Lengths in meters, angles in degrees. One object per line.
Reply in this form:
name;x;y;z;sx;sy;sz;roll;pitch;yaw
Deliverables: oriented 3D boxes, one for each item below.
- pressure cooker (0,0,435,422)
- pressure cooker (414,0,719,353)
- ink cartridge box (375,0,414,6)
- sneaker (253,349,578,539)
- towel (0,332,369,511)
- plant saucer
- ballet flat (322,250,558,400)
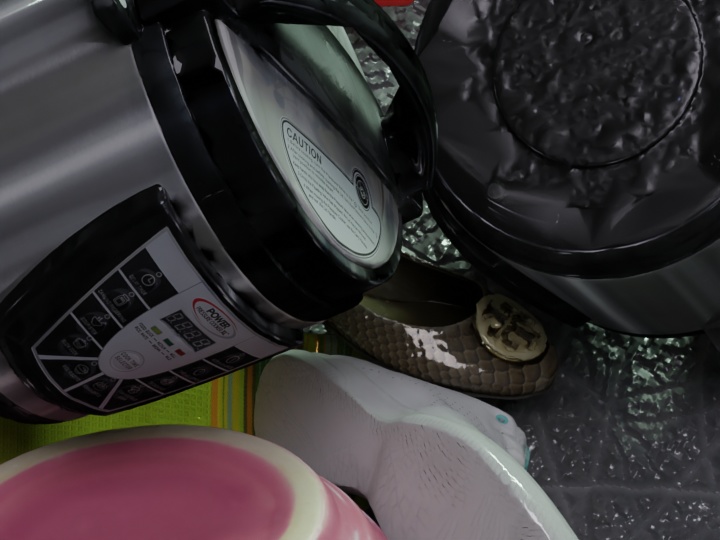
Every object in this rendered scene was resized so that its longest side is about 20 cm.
pressure cooker;-0.074;-0.051;0.821;0.199;0.176;0.179;-22;98;17
pressure cooker;0.129;-0.059;0.949;0.178;0.200;0.177;14;83;23
ink cartridge box;-0.072;-0.189;1.026;0.199;0.117;0.067;0;34;-3
sneaker;0.044;0.084;0.872;0.088;0.076;0.200;1;24;-38
towel;-0.089;0.055;0.926;0.199;0.018;0.086;8;57;-20
plant saucer;-0.085;0.114;0.802;0.200;0.051;0.201;-4;23;2
ballet flat;0.000;0.000;0.972;0.199;0.046;0.067;26;31;11
